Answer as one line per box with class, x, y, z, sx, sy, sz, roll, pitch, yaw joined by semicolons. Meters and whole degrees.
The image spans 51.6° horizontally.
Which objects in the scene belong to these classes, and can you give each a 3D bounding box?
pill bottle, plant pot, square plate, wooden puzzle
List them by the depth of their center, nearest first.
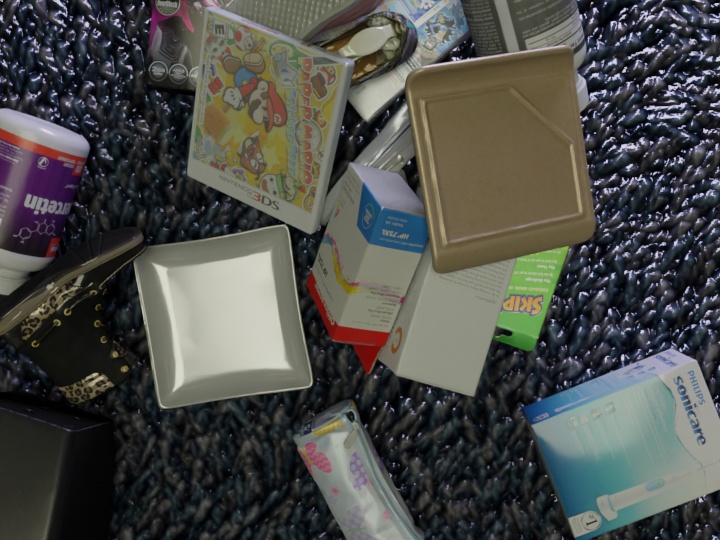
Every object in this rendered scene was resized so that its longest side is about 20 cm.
wooden puzzle;0.141;-0.111;0.749;0.182;0.037;0.203;-12;101;-14
pill bottle;0.175;-0.261;0.794;0.114;0.116;0.202;-20;117;5
plant pot;-0.399;0.247;0.870;0.197;0.200;0.180;16;85;3
pill bottle;-0.402;-0.078;0.877;0.111;0.112;0.203;21;96;2
square plate;-0.167;0.057;0.913;0.197;0.028;0.201;-9;93;5

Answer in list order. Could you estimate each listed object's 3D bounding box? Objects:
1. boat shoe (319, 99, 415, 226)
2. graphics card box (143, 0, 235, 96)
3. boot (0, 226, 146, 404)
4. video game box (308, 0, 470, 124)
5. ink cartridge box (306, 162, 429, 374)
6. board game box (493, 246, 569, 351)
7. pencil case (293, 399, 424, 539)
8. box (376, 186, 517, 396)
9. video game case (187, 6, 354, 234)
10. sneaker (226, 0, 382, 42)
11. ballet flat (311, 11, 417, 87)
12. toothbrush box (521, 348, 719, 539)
boat shoe;0.028;-0.118;0.862;0.067;0.074;0.200;40;101;-7
graphics card box;-0.179;-0.306;0.875;0.123;0.051;0.203;9;96;2
boot;-0.314;0.055;0.884;0.199;0.073;0.152;-36;119;-11
video game box;0.015;-0.307;0.863;0.182;0.047;0.201;-39;91;9
ink cartridge box;0.000;0.000;0.822;0.066;0.117;0.202;9;117;-25
board game box;0.191;-0.014;0.883;0.094;0.030;0.203;18;93;3
pencil case;0.000;0.255;0.888;0.090;0.083;0.202;-25;93;28
box;0.094;0.018;0.828;0.096;0.124;0.203;17;93;-14
video game case;-0.108;-0.164;0.827;0.180;0.023;0.202;25;122;17
sneaker;-0.051;-0.292;0.818;0.198;0.105;0.076;-14;104;33
ballet flat;-0.031;-0.227;0.819;0.198;0.072;0.073;-26;92;9
toothbrush box;0.308;0.199;0.861;0.198;0.085;0.148;-23;92;6
